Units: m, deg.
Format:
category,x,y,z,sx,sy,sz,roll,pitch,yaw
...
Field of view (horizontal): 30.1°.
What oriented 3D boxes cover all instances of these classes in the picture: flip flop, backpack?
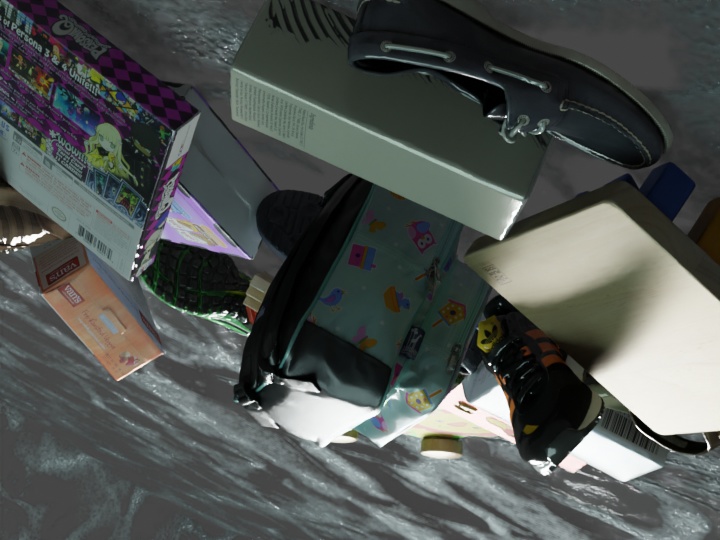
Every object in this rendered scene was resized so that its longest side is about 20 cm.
category,x,y,z,sx,sy,sz,roll,pitch,yaw
flip flop,0.256,0.117,1.068,0.200,0.058,0.081,12,154,-33
backpack,0.009,0.024,0.998,0.153,0.200,0.176,21,155,-8

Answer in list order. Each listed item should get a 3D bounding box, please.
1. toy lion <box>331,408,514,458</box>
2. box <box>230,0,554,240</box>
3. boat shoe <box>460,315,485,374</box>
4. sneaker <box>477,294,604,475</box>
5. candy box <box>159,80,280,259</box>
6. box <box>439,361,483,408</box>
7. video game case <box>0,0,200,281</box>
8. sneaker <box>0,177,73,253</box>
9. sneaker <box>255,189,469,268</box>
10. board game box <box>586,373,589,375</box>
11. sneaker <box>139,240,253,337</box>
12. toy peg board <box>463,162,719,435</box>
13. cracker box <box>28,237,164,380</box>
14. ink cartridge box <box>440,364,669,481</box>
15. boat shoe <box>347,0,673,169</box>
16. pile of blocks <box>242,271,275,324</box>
category,x,y,z,sx,sy,sz,roll,pitch,yaw
toy lion,0.071,0.147,1.405,0.200,0.069,0.192,11,162,-18
box,0.019,-0.098,0.850,0.200,0.068,0.082,25,162,2
boat shoe,0.033,0.054,1.243,0.200,0.068,0.072,14,159,35
sneaker,0.118,0.076,0.972,0.090,0.070,0.200,39,-164,-6
candy box,-0.193,-0.094,1.131,0.200,0.072,0.168,13,158,31
box,0.056,0.113,1.312,0.200,0.039,0.041,-9,147,22
video game case,-0.223,-0.110,1.009,0.200,0.036,0.181,37,140,10
sneaker,-0.307,-0.046,1.104,0.070,0.076,0.200,40,-173,24
sneaker,0.000,0.000,1.139,0.200,0.070,0.082,27,160,1
board game box,0.184,0.064,1.129,0.135,0.035,0.200,22,161,11
sneaker,-0.147,0.028,1.395,0.200,0.078,0.085,29,163,-11
toy peg board,0.204,0.004,0.876,0.199,0.098,0.200,41,159,-10
cracker box,-0.264,-0.007,1.287,0.134,0.058,0.200,59,-179,-41
ink cartridge box,0.163,0.144,1.208,0.160,0.047,0.200,27,153,-7
boat shoe,0.083,-0.100,0.770,0.200,0.063,0.073,28,161,-7
pile of blocks,-0.037,0.071,1.338,0.200,0.062,0.082,28,-174,-20
